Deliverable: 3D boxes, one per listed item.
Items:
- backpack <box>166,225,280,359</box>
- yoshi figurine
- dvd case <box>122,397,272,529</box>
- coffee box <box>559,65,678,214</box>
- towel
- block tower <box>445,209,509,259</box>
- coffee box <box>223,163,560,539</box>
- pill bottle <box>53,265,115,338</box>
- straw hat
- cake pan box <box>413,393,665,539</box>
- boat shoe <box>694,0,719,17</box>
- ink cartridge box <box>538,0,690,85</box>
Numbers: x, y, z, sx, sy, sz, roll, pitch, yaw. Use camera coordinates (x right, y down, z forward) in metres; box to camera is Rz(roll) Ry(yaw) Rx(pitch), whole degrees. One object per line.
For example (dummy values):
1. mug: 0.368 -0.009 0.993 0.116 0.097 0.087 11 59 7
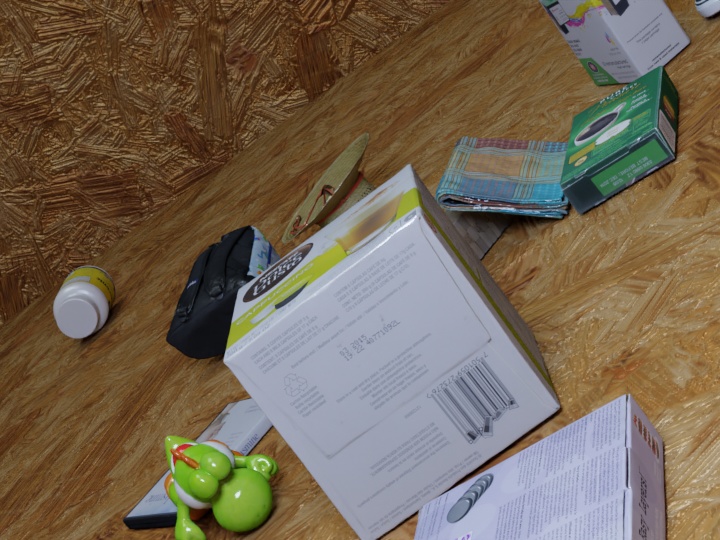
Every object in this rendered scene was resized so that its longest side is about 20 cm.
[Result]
1. backpack: -0.180 0.024 1.989 0.163 0.154 0.201 -35 36 21
2. yoshi figurine: -0.137 0.219 1.390 0.111 0.113 0.200 0 -7 -9
3. dvd case: -0.172 0.214 1.589 0.142 0.018 0.200 -18 25 53
4. coffee box: 0.282 -0.144 1.514 0.123 0.044 0.200 -32 16 24
5. towel: 0.167 -0.111 1.586 0.145 0.022 0.200 4 26 10
6. block tower: 0.092 -0.013 1.561 0.054 0.058 0.200 -20 25 52
7. coffee box: 0.024 0.063 1.193 0.199 0.200 0.198 -36 14 9
8. pill bottle: -0.557 0.068 2.823 0.111 0.112 0.200 -36 14 7
9. straw hat: -0.020 -0.094 2.036 0.201 0.085 0.201 -49 12 14
10. cake pan box: 0.110 0.184 0.911 0.184 0.052 0.200 -35 14 22
11. boat shoe: 0.453 -0.387 1.782 0.072 0.071 0.200 -28 18 35
12. ink cartridge box: 0.298 -0.337 1.752 0.084 0.200 0.145 -40 14 -9
